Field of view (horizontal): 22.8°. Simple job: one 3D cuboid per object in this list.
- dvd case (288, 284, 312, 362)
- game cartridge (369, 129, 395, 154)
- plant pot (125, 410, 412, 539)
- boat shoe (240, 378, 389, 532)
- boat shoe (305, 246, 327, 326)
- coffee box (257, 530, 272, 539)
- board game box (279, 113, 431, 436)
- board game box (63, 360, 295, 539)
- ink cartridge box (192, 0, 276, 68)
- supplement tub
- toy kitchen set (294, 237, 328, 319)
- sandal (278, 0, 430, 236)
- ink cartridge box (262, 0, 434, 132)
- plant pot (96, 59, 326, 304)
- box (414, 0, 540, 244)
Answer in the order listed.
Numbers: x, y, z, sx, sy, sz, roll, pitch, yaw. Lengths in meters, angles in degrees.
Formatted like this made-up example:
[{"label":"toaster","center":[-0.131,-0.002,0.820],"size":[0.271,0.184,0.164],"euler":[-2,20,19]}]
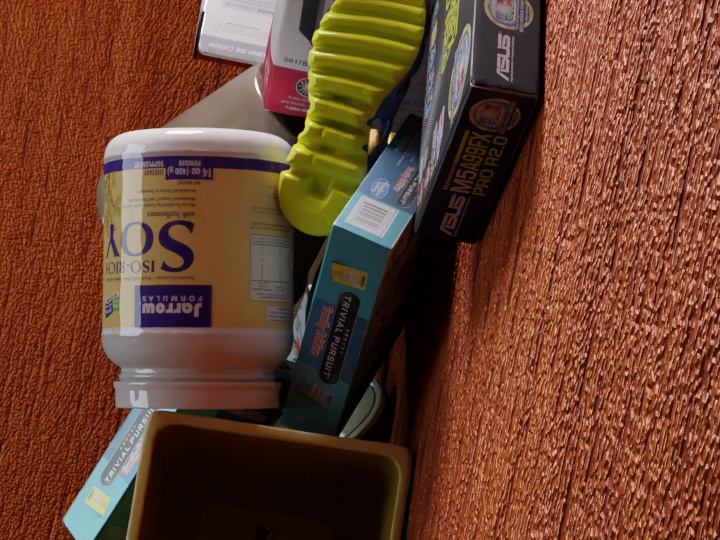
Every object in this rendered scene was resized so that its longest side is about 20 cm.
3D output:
[{"label":"dvd case","center":[-0.042,0.116,1.670],"size":[0.200,0.022,0.147],"euler":[118,142,-64]},{"label":"game cartridge","center":[-0.001,-0.012,1.656],"size":[0.200,0.032,0.177],"euler":[110,168,-51]},{"label":"plant pot","center":[-0.077,0.226,1.344],"size":[0.200,0.193,0.197],"euler":[109,169,-78]},{"label":"boat shoe","center":[-0.039,0.159,1.468],"size":[0.199,0.066,0.075],"euler":[-42,41,21]},{"label":"boat shoe","center":[0.000,0.000,1.490],"size":[0.065,0.072,0.201],"euler":[122,162,-75]},{"label":"coffee box","center":[-0.072,0.238,1.580],"size":[0.200,0.044,0.124],"euler":[-26,52,57]},{"label":"board game box","center":[0.008,0.008,1.309],"size":[0.151,0.047,0.201],"euler":[-57,-13,-47]},{"label":"board game box","center":[-0.139,0.157,1.520],"size":[0.047,0.151,0.201],"euler":[40,101,40]},{"label":"ink cartridge box","center":[-0.052,-0.237,1.678],"size":[0.084,0.199,0.177],"euler":[112,167,-61]},{"label":"supplement tub","center":[-0.120,0.001,1.327],"size":[0.145,0.144,0.201],"euler":[156,114,-81]},{"label":"toy kitchen set","center":[-0.108,-0.042,1.871],"size":[0.163,0.179,0.201],"euler":[-75,-2,-64]},{"label":"sandal","center":[-0.002,-0.123,1.308],"size":[0.201,0.079,0.087],"euler":[-68,-14,6]},{"label":"ink cartridge box","center":[0.012,-0.211,1.362],"size":[0.086,0.147,0.201],"euler":[-88,10,-47]},{"label":"plant pot","center":[-0.091,-0.074,1.480],"size":[0.174,0.199,0.201],"euler":[-45,25,29]},{"label":"box","center":[0.078,-0.144,1.166],"size":[0.161,0.044,0.201],"euler":[108,169,-56]}]
